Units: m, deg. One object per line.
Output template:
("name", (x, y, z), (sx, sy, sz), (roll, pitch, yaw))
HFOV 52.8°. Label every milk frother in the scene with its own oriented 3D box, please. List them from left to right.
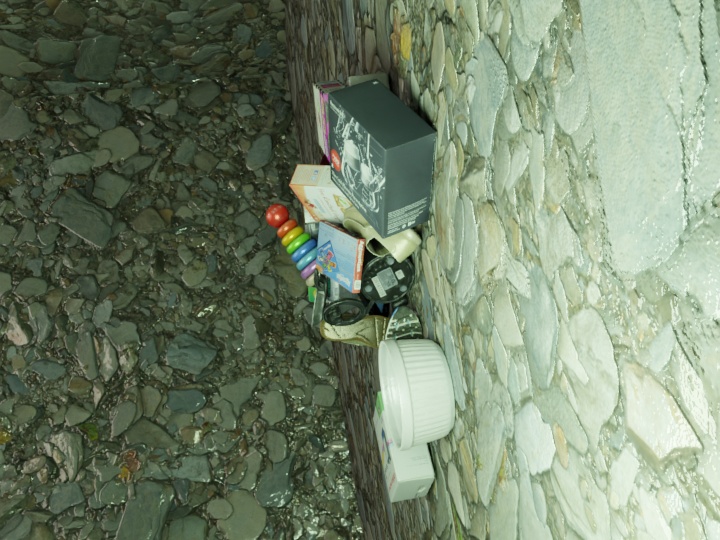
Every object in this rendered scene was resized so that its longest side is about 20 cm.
("milk frother", (0.000, 0.000, 1.529), (0.189, 0.196, 0.183), (-109, 10, -55))

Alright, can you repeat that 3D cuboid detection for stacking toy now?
("stacking toy", (-0.142, -0.066, 1.639), (0.201, 0.085, 0.085), (53, 171, -1))

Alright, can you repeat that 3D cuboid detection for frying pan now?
("frying pan", (-0.083, 0.035, 1.513), (0.116, 0.030, 0.192), (-83, 2, -48))

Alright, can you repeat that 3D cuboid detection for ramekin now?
("ramekin", (0.103, 0.222, 1.334), (0.200, 0.103, 0.205), (173, 90, -81))

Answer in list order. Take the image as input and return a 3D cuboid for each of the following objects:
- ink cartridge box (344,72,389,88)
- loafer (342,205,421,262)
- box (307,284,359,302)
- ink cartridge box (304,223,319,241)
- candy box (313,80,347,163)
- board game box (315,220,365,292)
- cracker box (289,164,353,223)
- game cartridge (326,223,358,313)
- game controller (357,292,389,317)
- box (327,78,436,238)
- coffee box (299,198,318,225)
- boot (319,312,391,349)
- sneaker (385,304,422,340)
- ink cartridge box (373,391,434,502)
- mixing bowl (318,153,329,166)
("ink cartridge box", (0.019, -0.293, 1.508), (0.145, 0.086, 0.205), (-162, 66, -82))
("loafer", (0.028, -0.070, 1.396), (0.198, 0.069, 0.076), (22, 163, 46))
("box", (-0.032, 0.015, 1.756), (0.049, 0.196, 0.119), (-108, 13, -48))
("ink cartridge box", (-0.034, -0.096, 1.720), (0.039, 0.197, 0.102), (28, 129, 60))
("candy box", (-0.053, -0.308, 1.482), (0.200, 0.060, 0.139), (-116, 20, -67))
("board game box", (-0.043, -0.031, 1.452), (0.199, 0.019, 0.105), (-149, 64, -62))
("cracker box", (-0.029, -0.150, 1.469), (0.134, 0.196, 0.059), (54, -131, -52))
("game cartridge", (-0.039, -0.010, 1.626), (0.129, 0.038, 0.205), (-13, -76, -65))
("game controller", (0.028, 0.045, 1.687), (0.201, 0.041, 0.106), (61, -143, -45))
("box", (0.032, -0.196, 1.254), (0.200, 0.103, 0.185), (50, 151, 40))
("coffee box", (-0.039, -0.173, 1.624), (0.080, 0.196, 0.117), (-173, 75, -81))
("boot", (0.003, 0.133, 1.658), (0.155, 0.195, 0.074), (170, 106, -85))
("sneaker", (0.083, 0.152, 1.511), (0.091, 0.077, 0.203), (-104, 10, -54))
("ink cartridge box", (0.091, 0.377, 1.573), (0.146, 0.086, 0.203), (97, 162, -57))
("mixing bowl", (-0.037, -0.203, 1.785), (0.200, 0.106, 0.204), (17, -90, -77))
